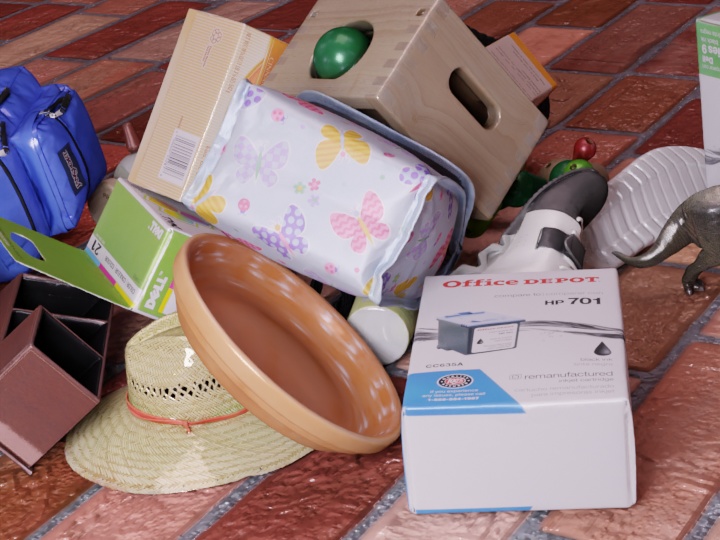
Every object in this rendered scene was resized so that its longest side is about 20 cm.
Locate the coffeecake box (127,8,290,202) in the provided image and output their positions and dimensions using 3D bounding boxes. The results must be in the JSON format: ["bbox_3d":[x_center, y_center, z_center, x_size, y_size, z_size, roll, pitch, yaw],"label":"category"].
[{"bbox_3d":[-0.082,-0.116,1.395,0.073,0.154,0.200,22,3,40],"label":"coffeecake box"}]

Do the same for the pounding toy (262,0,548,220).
[{"bbox_3d":[0.040,-0.159,1.294,0.184,0.200,0.142,10,62,50],"label":"pounding toy"}]

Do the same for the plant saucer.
[{"bbox_3d":[-0.055,0.056,1.132,0.037,0.200,0.200,-46,17,17],"label":"plant saucer"}]

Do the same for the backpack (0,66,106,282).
[{"bbox_3d":[-0.332,-0.083,1.466,0.167,0.163,0.200,-14,26,20],"label":"backpack"}]

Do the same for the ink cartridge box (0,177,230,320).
[{"bbox_3d":[-0.188,-0.024,1.304,0.200,0.076,0.148,23,8,-30],"label":"ink cartridge box"}]

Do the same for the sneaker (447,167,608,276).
[{"bbox_3d":[0.146,0.002,1.276,0.088,0.074,0.200,30,63,33],"label":"sneaker"}]

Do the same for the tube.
[{"bbox_3d":[0.031,0.011,1.325,0.052,0.058,0.200,-17,20,18],"label":"tube"}]

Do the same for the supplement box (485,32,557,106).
[{"bbox_3d":[0.081,-0.137,1.540,0.200,0.074,0.126,-34,-7,-47],"label":"supplement box"}]

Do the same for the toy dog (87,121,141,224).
[{"bbox_3d":[-0.165,-0.089,1.540,0.199,0.097,0.132,0,25,15],"label":"toy dog"}]

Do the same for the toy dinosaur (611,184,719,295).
[{"bbox_3d":[0.302,-0.032,1.285,0.200,0.103,0.077,5,26,23],"label":"toy dinosaur"}]

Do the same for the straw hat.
[{"bbox_3d":[-0.120,0.075,1.172,0.201,0.085,0.201,-5,24,2],"label":"straw hat"}]

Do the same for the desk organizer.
[{"bbox_3d":[-0.238,0.058,1.220,0.077,0.072,0.200,-42,20,13],"label":"desk organizer"}]

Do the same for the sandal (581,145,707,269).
[{"bbox_3d":[0.241,-0.052,1.403,0.202,0.083,0.050,-23,-15,-29],"label":"sandal"}]

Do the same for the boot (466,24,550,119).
[{"bbox_3d":[0.077,-0.191,1.712,0.200,0.077,0.168,25,-29,-34],"label":"boot"}]

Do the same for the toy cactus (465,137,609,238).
[{"bbox_3d":[0.147,-0.082,1.433,0.165,0.103,0.200,-7,-11,-39],"label":"toy cactus"}]

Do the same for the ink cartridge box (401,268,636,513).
[{"bbox_3d":[0.109,0.078,1.110,0.146,0.086,0.200,-3,25,8],"label":"ink cartridge box"}]

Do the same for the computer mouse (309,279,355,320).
[{"bbox_3d":[0.000,0.000,1.387,0.059,0.034,0.200,29,37,7],"label":"computer mouse"}]

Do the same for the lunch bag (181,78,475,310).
[{"bbox_3d":[-0.013,-0.055,1.214,0.169,0.127,0.200,27,2,15],"label":"lunch bag"}]

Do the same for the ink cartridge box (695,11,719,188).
[{"bbox_3d":[0.363,-0.124,1.358,0.146,0.200,0.084,-19,24,-26],"label":"ink cartridge box"}]
